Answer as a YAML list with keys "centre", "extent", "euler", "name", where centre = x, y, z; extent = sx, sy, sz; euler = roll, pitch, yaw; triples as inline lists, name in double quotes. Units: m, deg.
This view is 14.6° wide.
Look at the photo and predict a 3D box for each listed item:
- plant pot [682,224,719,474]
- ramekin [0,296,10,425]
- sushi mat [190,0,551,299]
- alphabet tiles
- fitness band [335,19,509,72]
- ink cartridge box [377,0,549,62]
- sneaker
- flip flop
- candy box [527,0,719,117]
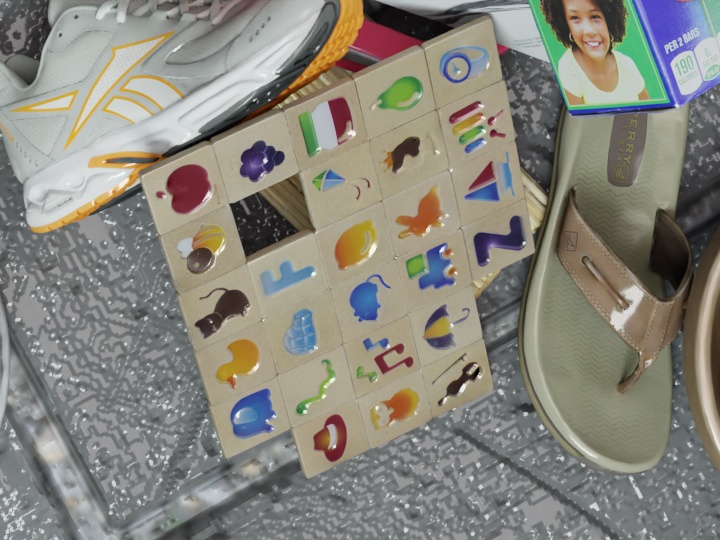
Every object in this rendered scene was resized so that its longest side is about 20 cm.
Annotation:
- centre: [0.237, 0.033, 1.308]
  extent: [0.200, 0.093, 0.202]
  euler: [-1, 94, -12]
  name: "plant pot"
- centre: [-0.246, 0.044, 1.206]
  extent: [0.199, 0.098, 0.202]
  euler: [0, 92, -12]
  name: "ramekin"
- centre: [-0.007, -0.063, 1.293]
  extent: [0.200, 0.012, 0.096]
  euler: [44, 83, -11]
  name: "sushi mat"
- centre: [0.000, 0.000, 1.243]
  extent: [0.167, 0.008, 0.201]
  euler: [-25, 131, -13]
  name: "alphabet tiles"
- centre: [-0.001, -0.166, 1.271]
  extent: [0.199, 0.037, 0.144]
  euler: [22, 78, -14]
  name: "fitness band"
- centre: [0.051, -0.184, 1.204]
  extent: [0.199, 0.084, 0.145]
  euler: [16, 79, -32]
  name: "ink cartridge box"
- centre: [-0.090, -0.093, 1.203]
  extent: [0.200, 0.076, 0.092]
  euler: [-29, 89, 33]
  name: "sneaker"
- centre: [0.124, -0.006, 1.295]
  extent: [0.081, 0.058, 0.201]
  euler: [9, 88, -25]
  name: "flip flop"
- centre: [0.128, -0.189, 1.160]
  extent: [0.169, 0.077, 0.201]
  euler: [-32, 106, -33]
  name: "candy box"
